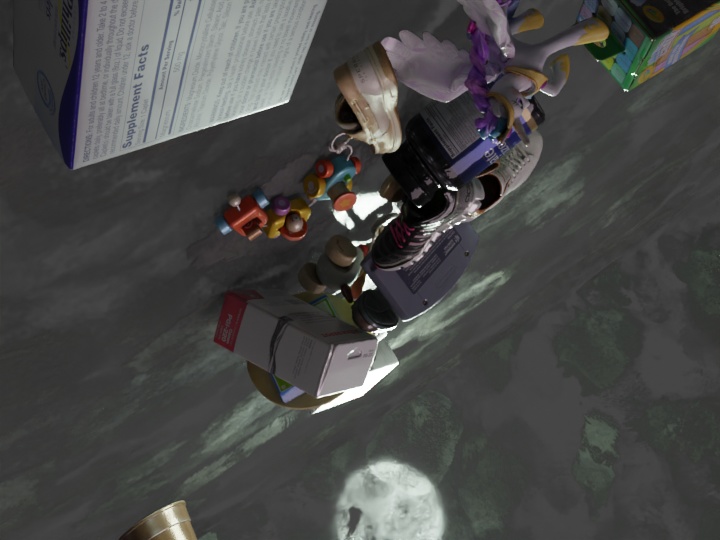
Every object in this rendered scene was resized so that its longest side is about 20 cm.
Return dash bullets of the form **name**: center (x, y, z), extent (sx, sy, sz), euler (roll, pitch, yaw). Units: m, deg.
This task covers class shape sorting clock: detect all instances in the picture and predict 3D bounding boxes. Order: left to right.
- **shape sorting clock**: center (-0.085, 0.125, 1.419), extent (0.198, 0.201, 0.039), euler (-32, 145, -8)

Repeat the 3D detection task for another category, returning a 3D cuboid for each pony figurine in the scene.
- **pony figurine**: center (0.140, -0.237, 0.931), extent (0.200, 0.193, 0.167), euler (-47, 175, -31)

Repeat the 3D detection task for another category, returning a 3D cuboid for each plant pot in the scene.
- **plant pot**: center (-0.496, 0.739, 2.319), extent (0.198, 0.200, 0.201), euler (-30, 164, -10)

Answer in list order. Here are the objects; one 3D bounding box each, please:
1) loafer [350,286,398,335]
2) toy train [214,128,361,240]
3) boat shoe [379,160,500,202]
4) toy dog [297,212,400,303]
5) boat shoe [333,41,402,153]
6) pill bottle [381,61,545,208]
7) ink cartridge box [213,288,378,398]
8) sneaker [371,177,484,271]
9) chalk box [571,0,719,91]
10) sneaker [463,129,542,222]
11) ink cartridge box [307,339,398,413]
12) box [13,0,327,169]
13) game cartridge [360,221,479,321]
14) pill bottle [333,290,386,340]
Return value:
- **loafer**: center (0.021, 0.066, 1.388), extent (0.063, 0.072, 0.200), euler (-39, 179, 19)
- **toy train**: center (-0.076, -0.084, 1.109), extent (0.198, 0.056, 0.150), euler (-34, 164, -3)
- **boat shoe**: center (0.119, -0.142, 1.308), extent (0.198, 0.065, 0.072), euler (-28, 162, -21)
- **toy dog**: center (0.000, 0.000, 1.415), extent (0.198, 0.097, 0.132), euler (-23, 160, -34)
- **boat shoe**: center (0.003, -0.181, 0.988), extent (0.068, 0.075, 0.200), euler (-21, 161, -2)
- **pill bottle**: center (0.128, -0.175, 1.153), extent (0.199, 0.113, 0.112), euler (-38, 163, 11)
- **ink cartridge box**: center (-0.093, 0.102, 1.316), extent (0.145, 0.198, 0.086), euler (0, 110, -61)
- **sneaker**: center (0.077, -0.074, 1.265), extent (0.199, 0.075, 0.087), euler (-37, 147, 28)
- **chalk box**: center (0.365, -0.331, 1.162), extent (0.198, 0.125, 0.124), euler (-30, 163, -10)
- **sneaker**: center (0.226, -0.151, 1.399), extent (0.200, 0.073, 0.085), euler (-47, -173, -13)
- **ink cartridge box**: center (-0.030, 0.226, 1.977), extent (0.146, 0.085, 0.199), euler (-44, 159, 30)
- **box**: center (-0.130, -0.189, 0.629), extent (0.198, 0.106, 0.184), euler (-25, 161, -32)
- **game cartridge**: center (0.099, -0.023, 1.398), extent (0.200, 0.134, 0.041), euler (-46, -167, -28)
- **pill bottle**: center (-0.060, 0.122, 1.607), extent (0.198, 0.113, 0.113), euler (-33, 164, -3)
